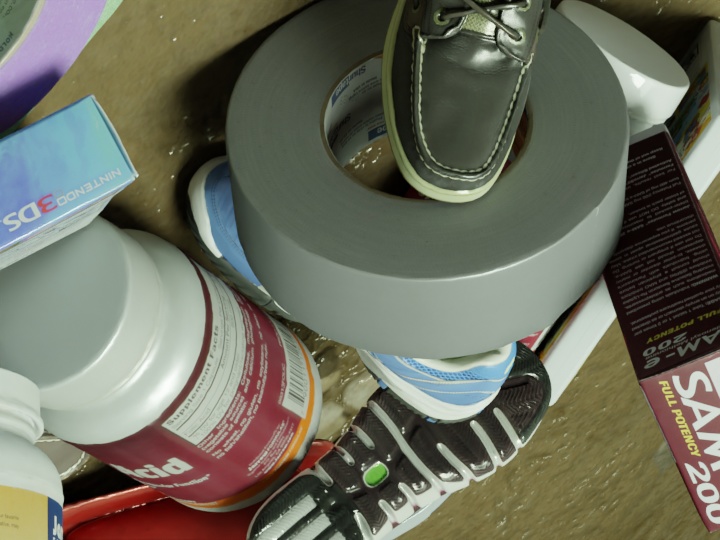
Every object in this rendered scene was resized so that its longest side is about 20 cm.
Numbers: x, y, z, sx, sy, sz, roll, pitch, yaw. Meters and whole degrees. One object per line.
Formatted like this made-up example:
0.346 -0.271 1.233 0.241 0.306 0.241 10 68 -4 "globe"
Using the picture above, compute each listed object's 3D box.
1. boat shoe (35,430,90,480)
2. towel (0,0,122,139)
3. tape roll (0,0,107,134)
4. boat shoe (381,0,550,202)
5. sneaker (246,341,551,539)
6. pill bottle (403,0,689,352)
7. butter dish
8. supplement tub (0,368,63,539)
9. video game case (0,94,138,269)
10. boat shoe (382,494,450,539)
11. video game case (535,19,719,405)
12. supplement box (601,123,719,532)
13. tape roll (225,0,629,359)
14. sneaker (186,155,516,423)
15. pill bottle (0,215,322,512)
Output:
-0.219 0.111 1.336 0.199 0.060 0.072 -7 134 -42 "boat shoe"
-0.196 -0.121 1.129 0.153 0.023 0.200 -49 148 11 "towel"
-0.199 -0.129 1.031 0.200 0.066 0.201 -23 142 -20 "tape roll"
0.056 -0.135 1.226 0.071 0.202 0.066 13 162 -7 "boat shoe"
0.010 0.110 1.417 0.200 0.076 0.116 -34 175 -19 "sneaker"
0.094 -0.047 1.434 0.113 0.113 0.200 7 123 -49 "pill bottle"
-0.086 0.218 1.496 0.199 0.148 0.200 -15 140 -15 "butter dish"
-0.209 0.152 1.184 0.144 0.201 0.144 -2 163 -1 "supplement tub"
-0.206 -0.004 1.132 0.200 0.046 0.181 -28 -178 -14 "video game case"
0.048 0.117 1.616 0.200 0.072 0.062 -37 153 -10 "boat shoe"
0.160 -0.036 1.492 0.200 0.023 0.182 -56 -173 22 "video game case"
0.166 0.026 1.305 0.061 0.200 0.109 -23 123 8 "supplement box"
0.034 -0.054 1.280 0.200 0.200 0.066 -29 147 -19 "tape roll"
0.000 0.000 1.337 0.076 0.200 0.077 -60 -172 -23 "sneaker"
-0.111 0.047 1.326 0.114 0.114 0.200 -45 147 4 "pill bottle"
